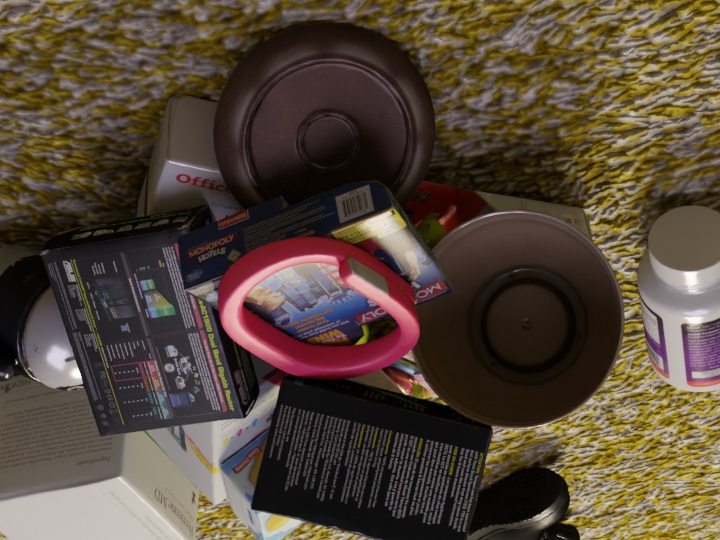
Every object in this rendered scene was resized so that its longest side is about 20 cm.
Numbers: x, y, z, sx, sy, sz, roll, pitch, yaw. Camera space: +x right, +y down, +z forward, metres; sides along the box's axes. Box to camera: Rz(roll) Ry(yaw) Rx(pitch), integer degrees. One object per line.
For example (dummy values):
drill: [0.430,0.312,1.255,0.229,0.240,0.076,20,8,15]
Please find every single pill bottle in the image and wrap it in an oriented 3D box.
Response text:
pill bottle: [0.340,0.027,1.584,0.111,0.112,0.200,-7,143,11]

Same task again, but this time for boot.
boot: [0.233,0.330,2.015,0.158,0.080,0.211,31,145,-24]

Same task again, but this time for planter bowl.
planter bowl: [0.153,0.049,1.486,0.200,0.201,0.135,-7,174,11]

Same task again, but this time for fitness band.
fitness band: [-0.035,0.036,1.364,0.144,0.037,0.200,-26,142,24]

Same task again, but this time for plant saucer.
plant saucer: [-0.030,-0.117,1.382,0.200,0.032,0.200,-3,109,-7]

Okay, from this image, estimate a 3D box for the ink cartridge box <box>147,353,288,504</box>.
ink cartridge box: [-0.142,0.117,1.642,0.145,0.145,0.200,-35,156,-25]

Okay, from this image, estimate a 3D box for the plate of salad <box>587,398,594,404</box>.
plate of salad: [0.162,0.087,1.660,0.200,0.048,0.200,28,171,5]

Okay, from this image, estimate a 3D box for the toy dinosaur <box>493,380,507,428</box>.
toy dinosaur: [0.120,0.110,1.602,0.058,0.101,0.200,-46,127,13]

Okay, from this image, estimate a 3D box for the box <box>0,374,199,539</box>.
box: [-0.314,0.229,1.820,0.200,0.171,0.199,-12,141,17]

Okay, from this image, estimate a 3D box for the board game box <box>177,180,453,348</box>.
board game box: [-0.029,0.007,1.406,0.200,0.062,0.200,-20,145,13]

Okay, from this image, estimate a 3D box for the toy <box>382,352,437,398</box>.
toy: [0.050,0.129,1.734,0.200,0.047,0.115,-3,146,34]

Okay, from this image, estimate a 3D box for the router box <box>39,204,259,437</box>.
router box: [-0.193,0.048,1.457,0.150,0.062,0.200,-8,110,16]

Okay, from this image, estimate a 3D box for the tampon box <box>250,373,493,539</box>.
tampon box: [0.014,0.180,1.480,0.200,0.126,0.150,14,-179,4]

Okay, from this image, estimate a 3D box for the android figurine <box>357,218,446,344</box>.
android figurine: [0.000,0.000,1.508,0.182,0.041,0.200,-22,143,0]

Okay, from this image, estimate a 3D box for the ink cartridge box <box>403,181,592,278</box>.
ink cartridge box: [0.106,-0.015,1.564,0.200,0.057,0.163,5,146,-29]

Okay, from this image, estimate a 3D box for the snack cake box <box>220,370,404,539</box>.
snack cake box: [-0.047,0.193,1.653,0.200,0.067,0.115,-37,153,-18]

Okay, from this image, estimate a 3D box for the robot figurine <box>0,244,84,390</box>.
robot figurine: [-0.324,0.048,1.579,0.200,0.150,0.125,19,172,37]

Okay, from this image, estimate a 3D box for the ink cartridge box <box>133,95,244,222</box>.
ink cartridge box: [-0.135,-0.061,1.502,0.146,0.084,0.200,10,142,-13]
